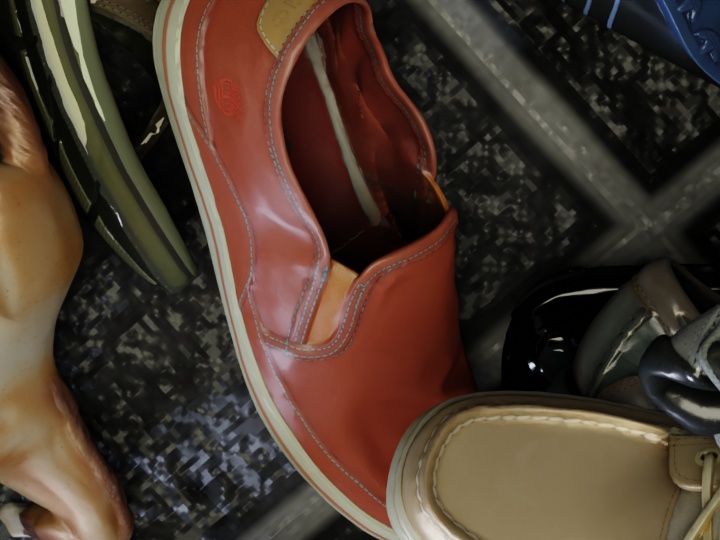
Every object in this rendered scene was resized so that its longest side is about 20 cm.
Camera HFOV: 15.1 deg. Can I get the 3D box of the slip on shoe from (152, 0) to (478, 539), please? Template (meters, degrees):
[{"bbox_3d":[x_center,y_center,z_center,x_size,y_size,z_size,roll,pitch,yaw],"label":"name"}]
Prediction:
[{"bbox_3d":[0.000,0.000,0.801,0.061,0.074,0.200,7,125,44],"label":"slip on shoe"}]

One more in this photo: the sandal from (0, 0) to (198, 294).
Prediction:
[{"bbox_3d":[-0.078,-0.084,0.796,0.057,0.080,0.201,-21,111,-16],"label":"sandal"}]

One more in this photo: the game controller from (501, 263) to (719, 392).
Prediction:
[{"bbox_3d":[0.143,0.048,0.835,0.200,0.042,0.104,0,107,5],"label":"game controller"}]

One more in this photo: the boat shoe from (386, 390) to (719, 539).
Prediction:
[{"bbox_3d":[0.107,0.075,0.723,0.200,0.069,0.074,17,73,-3],"label":"boat shoe"}]

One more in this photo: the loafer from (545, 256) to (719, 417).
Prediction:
[{"bbox_3d":[0.152,0.065,0.790,0.200,0.072,0.063,26,108,-7],"label":"loafer"}]

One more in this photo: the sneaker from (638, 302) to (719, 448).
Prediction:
[{"bbox_3d":[0.113,-0.016,0.695,0.115,0.075,0.200,-24,60,-3],"label":"sneaker"}]

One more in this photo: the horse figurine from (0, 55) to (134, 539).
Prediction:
[{"bbox_3d":[-0.129,0.004,0.826,0.132,0.050,0.200,17,122,14],"label":"horse figurine"}]

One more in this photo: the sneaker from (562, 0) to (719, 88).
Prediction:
[{"bbox_3d":[0.071,-0.110,0.783,0.200,0.078,0.070,30,94,-27],"label":"sneaker"}]
